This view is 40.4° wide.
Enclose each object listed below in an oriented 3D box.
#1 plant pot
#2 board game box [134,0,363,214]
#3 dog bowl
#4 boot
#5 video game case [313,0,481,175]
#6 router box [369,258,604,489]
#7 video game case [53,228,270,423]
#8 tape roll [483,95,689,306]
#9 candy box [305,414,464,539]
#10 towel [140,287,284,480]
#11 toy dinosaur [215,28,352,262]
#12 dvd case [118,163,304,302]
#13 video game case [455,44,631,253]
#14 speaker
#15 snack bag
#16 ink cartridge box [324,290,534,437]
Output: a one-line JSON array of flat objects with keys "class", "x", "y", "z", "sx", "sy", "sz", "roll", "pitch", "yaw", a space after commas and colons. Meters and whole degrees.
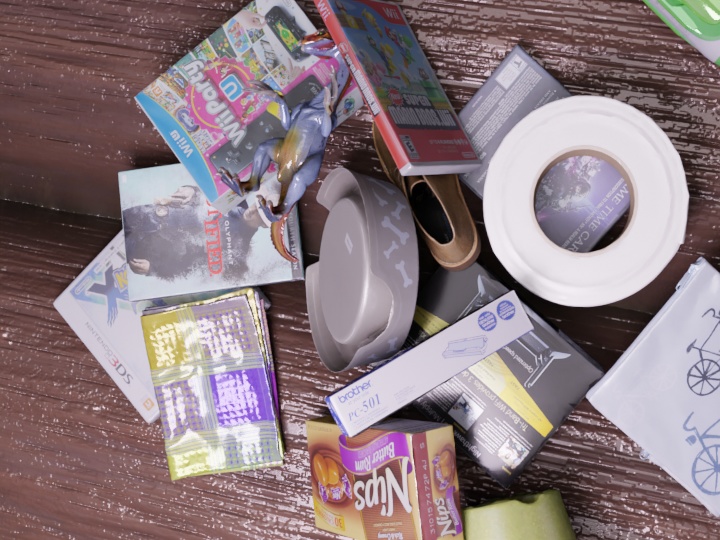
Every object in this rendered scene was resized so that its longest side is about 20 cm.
[{"class": "plant pot", "x": 0.154, "y": 0.320, "z": 0.964, "sx": 0.196, "sy": 0.200, "sz": 0.188, "roll": -14, "pitch": 76, "yaw": 12}, {"class": "board game box", "x": -0.117, "y": -0.182, "z": 1.047, "sx": 0.199, "sy": 0.064, "sz": 0.148, "roll": -38, "pitch": 82, "yaw": 1}, {"class": "dog bowl", "x": 0.000, "y": 0.000, "z": 0.984, "sx": 0.057, "sy": 0.199, "sz": 0.205, "roll": 1, "pitch": 91, "yaw": -21}, {"class": "boot", "x": 0.061, "y": -0.100, "z": 0.995, "sx": 0.073, "sy": 0.075, "sz": 0.203, "roll": -31, "pitch": 65, "yaw": 12}, {"class": "video game case", "x": 0.040, "y": -0.187, "z": 0.980, "sx": 0.017, "sy": 0.142, "sz": 0.203, "roll": -34, "pitch": 76, "yaw": 33}, {"class": "router box", "x": 0.129, "y": 0.098, "z": 1.020, "sx": 0.199, "sy": 0.052, "sz": 0.158, "roll": 41, "pitch": 99, "yaw": 8}, {"class": "video game case", "x": -0.228, "y": 0.038, "z": 1.112, "sx": 0.200, "sy": 0.022, "sz": 0.183, "roll": -43, "pitch": 83, "yaw": 9}, {"class": "tape roll", "x": 0.222, "y": -0.067, "z": 0.972, "sx": 0.198, "sy": 0.071, "sz": 0.208, "roll": 0, "pitch": 91, "yaw": 12}, {"class": "candy box", "x": 0.020, "y": 0.211, "z": 0.984, "sx": 0.055, "sy": 0.199, "sz": 0.120, "roll": -6, "pitch": 90, "yaw": -32}, {"class": "towel", "x": -0.163, "y": 0.127, "z": 1.082, "sx": 0.140, "sy": 0.023, "sz": 0.205, "roll": -7, "pitch": 97, "yaw": 6}, {"class": "toy dinosaur", "x": -0.063, "y": -0.143, "z": 0.988, "sx": 0.104, "sy": 0.201, "sz": 0.182, "roll": 32, "pitch": 69, "yaw": 20}, {"class": "dvd case", "x": -0.165, "y": -0.050, "z": 1.078, "sx": 0.195, "sy": 0.022, "sz": 0.150, "roll": -6, "pitch": 84, "yaw": 3}, {"class": "video game case", "x": 0.189, "y": -0.114, "z": 1.022, "sx": 0.200, "sy": 0.019, "sz": 0.143, "roll": 43, "pitch": 99, "yaw": 7}, {"class": "speaker", "x": 0.317, "y": -0.293, "z": 0.958, "sx": 0.088, "sy": 0.088, "sz": 0.200, "roll": -44, "pitch": 82, "yaw": 9}, {"class": "snack bag", "x": 0.346, "y": 0.119, "z": 0.970, "sx": 0.199, "sy": 0.021, "sz": 0.190, "roll": 38, "pitch": 100, "yaw": -6}, {"class": "ink cartridge box", "x": 0.062, "y": 0.090, "z": 0.929, "sx": 0.197, "sy": 0.094, "sz": 0.045, "roll": -30, "pitch": 85, "yaw": -9}]
